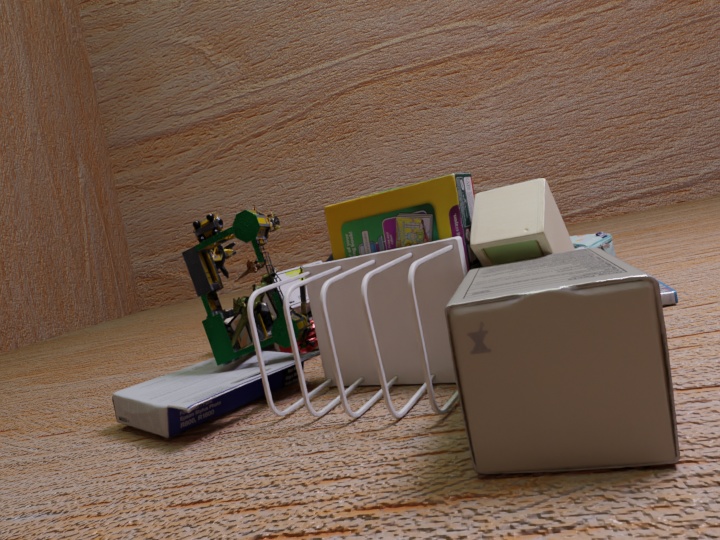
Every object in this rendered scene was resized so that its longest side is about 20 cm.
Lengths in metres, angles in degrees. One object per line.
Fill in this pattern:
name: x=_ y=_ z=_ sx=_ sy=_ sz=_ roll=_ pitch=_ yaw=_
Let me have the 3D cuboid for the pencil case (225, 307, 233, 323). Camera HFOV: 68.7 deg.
pencil case: x=-0.195 y=0.081 z=1.048 sx=0.196 sy=0.080 sz=0.088 roll=-29 pitch=24 yaw=-27

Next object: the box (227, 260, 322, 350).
box: x=-0.137 y=0.070 z=0.861 sx=0.115 sy=0.061 sz=0.199 roll=-18 pitch=-18 yaw=-46

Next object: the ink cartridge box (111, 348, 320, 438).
ink cartridge box: x=-0.169 y=0.142 z=0.639 sx=0.196 sy=0.042 sz=0.196 roll=-8 pitch=5 yaw=44

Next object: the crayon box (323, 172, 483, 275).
crayon box: x=0.055 y=0.012 z=0.594 sx=0.168 sy=0.209 sz=0.058 roll=-8 pitch=4 yaw=35

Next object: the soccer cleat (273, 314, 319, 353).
soccer cleat: x=-0.049 y=0.091 z=0.848 sx=0.194 sy=0.071 sz=0.084 roll=-17 pitch=5 yaw=-27

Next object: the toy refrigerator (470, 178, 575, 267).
toy refrigerator: x=0.189 y=0.000 z=0.567 sx=0.074 sy=0.072 sz=0.200 roll=-8 pitch=-36 yaw=32

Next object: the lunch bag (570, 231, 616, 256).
lunch bag: x=0.373 y=-0.017 z=0.996 sx=0.157 sy=0.080 sz=0.196 roll=-15 pitch=5 yaw=-40

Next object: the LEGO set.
LEGO set: x=-0.138 y=0.022 z=0.693 sx=0.151 sy=0.205 sz=0.116 roll=-30 pitch=-3 yaw=13

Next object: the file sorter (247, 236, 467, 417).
file sorter: x=0.005 y=0.063 z=0.523 sx=0.194 sy=0.144 sz=0.123 roll=-9 pitch=6 yaw=31

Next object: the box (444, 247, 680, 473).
box: x=0.144 y=0.054 z=0.405 sx=0.123 sy=0.114 sz=0.199 roll=-10 pitch=4 yaw=18

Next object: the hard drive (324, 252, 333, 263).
hard drive: x=-0.070 y=0.028 z=1.111 sx=0.041 sy=0.138 sz=0.200 roll=28 pitch=-38 yaw=-13

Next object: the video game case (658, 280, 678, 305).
video game case: x=0.324 y=0.041 z=0.751 sx=0.193 sy=0.019 sz=0.143 roll=-11 pitch=4 yaw=19
